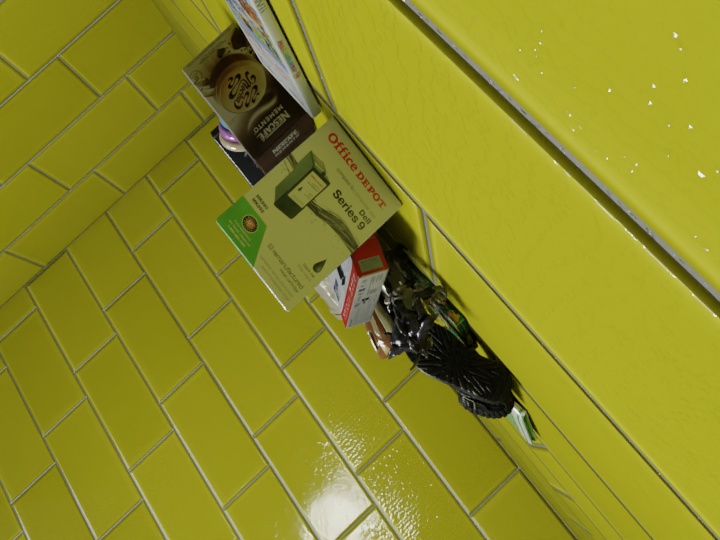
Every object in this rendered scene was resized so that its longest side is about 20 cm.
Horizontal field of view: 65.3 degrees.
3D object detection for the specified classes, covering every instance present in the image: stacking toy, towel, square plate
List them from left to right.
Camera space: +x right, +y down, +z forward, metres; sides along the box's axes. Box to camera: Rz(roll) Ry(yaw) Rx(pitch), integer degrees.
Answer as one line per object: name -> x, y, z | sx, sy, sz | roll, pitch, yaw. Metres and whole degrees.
stacking toy -> -0.231, -0.325, 1.034 | 0.086, 0.084, 0.204 | 48, 152, 30
square plate -> 0.045, 0.000, 1.066 | 0.200, 0.028, 0.201 | 53, -165, -10
towel -> 0.275, 0.244, 1.134 | 0.201, 0.023, 0.154 | 52, 177, 42

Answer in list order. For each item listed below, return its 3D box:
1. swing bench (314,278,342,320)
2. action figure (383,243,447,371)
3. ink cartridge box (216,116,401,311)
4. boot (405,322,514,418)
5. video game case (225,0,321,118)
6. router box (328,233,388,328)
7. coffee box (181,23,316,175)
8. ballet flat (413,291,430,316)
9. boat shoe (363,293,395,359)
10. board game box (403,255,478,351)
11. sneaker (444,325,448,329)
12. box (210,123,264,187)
swing bench -> -0.063, -0.022, 1.241 | 0.201, 0.127, 0.202 | 52, -146, -18
action figure -> 0.081, 0.060, 0.879 | 0.099, 0.119, 0.205 | 11, -134, -37
ink cartridge box -> -0.065, -0.072, 0.728 | 0.147, 0.199, 0.084 | 48, 175, -3
boot -> 0.170, 0.178, 0.970 | 0.208, 0.081, 0.158 | 33, 170, 23
video game case -> -0.121, -0.290, 0.678 | 0.144, 0.018, 0.201 | 51, 178, 27
router box -> -0.021, -0.032, 0.886 | 0.202, 0.047, 0.185 | 104, 149, -63
coffee box -> -0.173, -0.266, 0.888 | 0.201, 0.112, 0.080 | 49, 178, 12
ballet flat -> 0.139, 0.092, 1.256 | 0.201, 0.045, 0.070 | 68, -166, -62
boat shoe -> 0.012, 0.066, 1.019 | 0.204, 0.073, 0.075 | 60, -164, 20
board game box -> 0.130, 0.052, 1.000 | 0.201, 0.023, 0.105 | 50, 179, 41
sneaker -> 0.188, 0.199, 1.088 | 0.201, 0.081, 0.083 | 49, 148, 39
box -> -0.206, -0.261, 1.216 | 0.202, 0.147, 0.104 | 52, 177, -26
